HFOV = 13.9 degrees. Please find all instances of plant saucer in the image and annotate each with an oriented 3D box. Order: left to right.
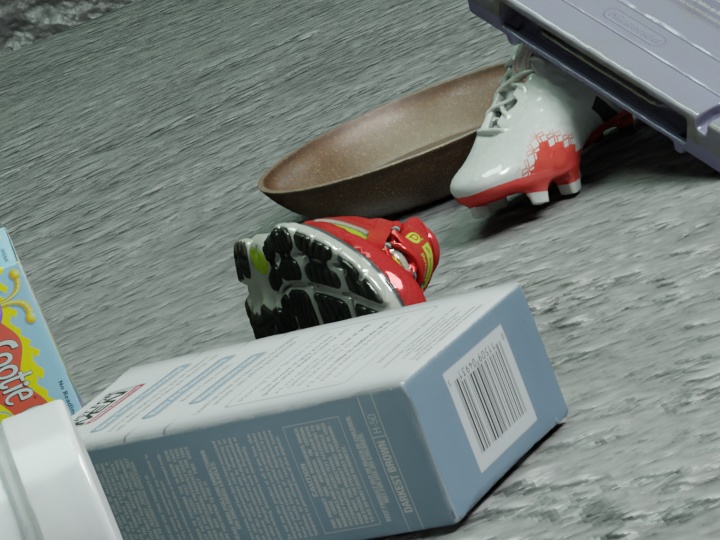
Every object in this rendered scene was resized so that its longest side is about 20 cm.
[{"bbox_3d":[0.040,-0.071,1.683,0.200,0.037,0.200,-21,13,5],"label":"plant saucer"}]

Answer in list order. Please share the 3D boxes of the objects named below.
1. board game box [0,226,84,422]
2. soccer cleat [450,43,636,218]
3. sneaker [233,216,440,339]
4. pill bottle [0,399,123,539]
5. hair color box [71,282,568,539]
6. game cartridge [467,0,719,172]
[{"bbox_3d":[-0.235,0.072,1.382,0.200,0.105,0.103,-24,13,-6],"label":"board game box"},{"bbox_3d":[0.098,-0.091,1.550,0.069,0.085,0.200,-12,15,38],"label":"soccer cleat"},{"bbox_3d":[0.000,0.000,1.361,0.085,0.077,0.200,-20,11,-14],"label":"sneaker"},{"bbox_3d":[-0.176,0.126,1.015,0.200,0.116,0.116,-24,12,-5],"label":"pill bottle"},{"bbox_3d":[-0.031,0.066,1.153,0.200,0.061,0.099,-13,15,35],"label":"hair color box"},{"bbox_3d":[0.165,-0.124,1.503,0.130,0.038,0.200,-24,41,-29],"label":"game cartridge"}]
